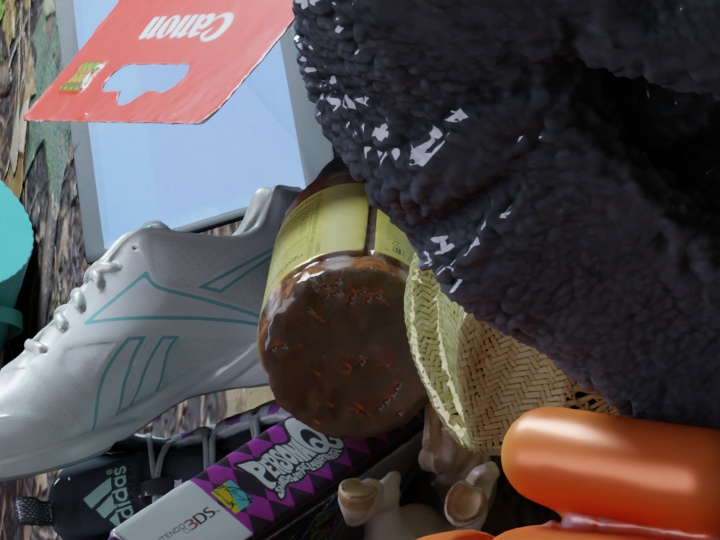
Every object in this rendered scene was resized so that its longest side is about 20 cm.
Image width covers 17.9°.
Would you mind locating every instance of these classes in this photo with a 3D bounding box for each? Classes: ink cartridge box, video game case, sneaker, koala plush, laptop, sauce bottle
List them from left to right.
[{"bbox_3d":[-0.097,0.026,0.927,0.070,0.200,0.080,-157,45,-73],"label":"sneaker"},{"bbox_3d":[-0.072,0.093,0.947,0.200,0.140,0.078,131,137,-58],"label":"sneaker"},{"bbox_3d":[-0.060,0.133,0.822,0.036,0.181,0.200,40,125,14],"label":"video game case"},{"bbox_3d":[-0.053,-0.145,0.875,0.200,0.050,0.162,-53,28,-18],"label":"ink cartridge box"},{"bbox_3d":[-0.053,-0.126,0.977,0.200,0.103,0.178,122,143,-52],"label":"laptop"},{"bbox_3d":[0.000,0.000,0.825,0.200,0.066,0.066,-79,-2,-74],"label":"sauce bottle"},{"bbox_3d":[0.076,-0.093,0.585,0.177,0.184,0.200,-53,16,35],"label":"koala plush"}]

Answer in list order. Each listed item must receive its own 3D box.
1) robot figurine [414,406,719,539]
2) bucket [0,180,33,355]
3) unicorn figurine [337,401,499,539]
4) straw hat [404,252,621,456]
[{"bbox_3d":[0.067,0.118,0.552,0.117,0.200,0.144,-58,-43,-49],"label":"robot figurine"},{"bbox_3d":[-0.320,0.009,1.517,0.135,0.207,0.207,-64,31,31],"label":"bucket"},{"bbox_3d":[-0.006,0.138,0.774,0.074,0.200,0.137,41,163,16],"label":"unicorn figurine"},{"bbox_3d":[0.060,0.010,0.697,0.201,0.085,0.202,-177,90,-68],"label":"straw hat"}]
